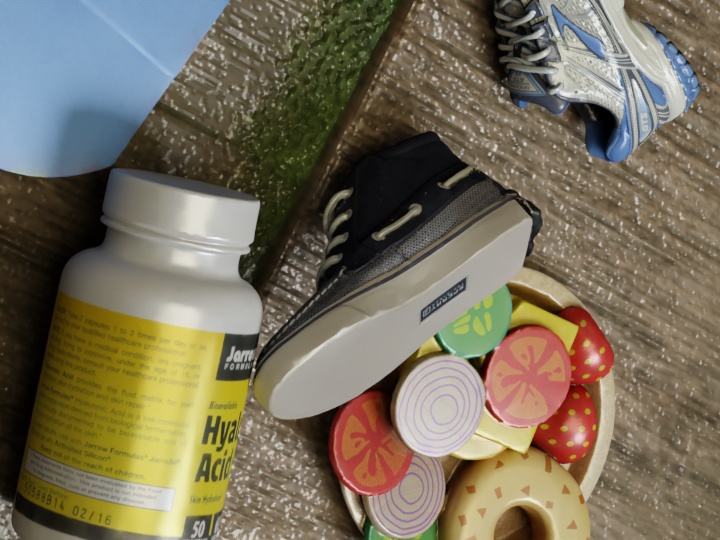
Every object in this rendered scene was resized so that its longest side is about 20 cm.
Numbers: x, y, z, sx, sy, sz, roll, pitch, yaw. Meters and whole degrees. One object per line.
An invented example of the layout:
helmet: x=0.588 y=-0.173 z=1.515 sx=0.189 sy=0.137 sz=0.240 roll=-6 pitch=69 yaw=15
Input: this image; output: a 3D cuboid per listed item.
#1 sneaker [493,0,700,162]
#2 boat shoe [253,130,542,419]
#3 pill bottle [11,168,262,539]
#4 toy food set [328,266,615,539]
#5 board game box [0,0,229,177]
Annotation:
sneaker: x=0.112 y=-0.135 z=1.437 sx=0.200 sy=0.077 sz=0.085 roll=43 pitch=83 yaw=-28
boat shoe: x=0.000 y=0.000 z=1.386 sx=0.199 sy=0.093 sz=0.075 roll=-32 pitch=150 yaw=-29
pill bottle: x=-0.113 y=0.052 z=1.330 sx=0.111 sy=0.111 sz=0.201 roll=9 pitch=97 yaw=-30
toy food set: x=0.070 y=0.095 z=1.477 sx=0.197 sy=0.049 sz=0.201 roll=23 pitch=89 yaw=-31
board game box: x=-0.156 y=-0.149 z=1.307 sx=0.158 sy=0.039 sz=0.201 roll=39 pitch=83 yaw=-36
